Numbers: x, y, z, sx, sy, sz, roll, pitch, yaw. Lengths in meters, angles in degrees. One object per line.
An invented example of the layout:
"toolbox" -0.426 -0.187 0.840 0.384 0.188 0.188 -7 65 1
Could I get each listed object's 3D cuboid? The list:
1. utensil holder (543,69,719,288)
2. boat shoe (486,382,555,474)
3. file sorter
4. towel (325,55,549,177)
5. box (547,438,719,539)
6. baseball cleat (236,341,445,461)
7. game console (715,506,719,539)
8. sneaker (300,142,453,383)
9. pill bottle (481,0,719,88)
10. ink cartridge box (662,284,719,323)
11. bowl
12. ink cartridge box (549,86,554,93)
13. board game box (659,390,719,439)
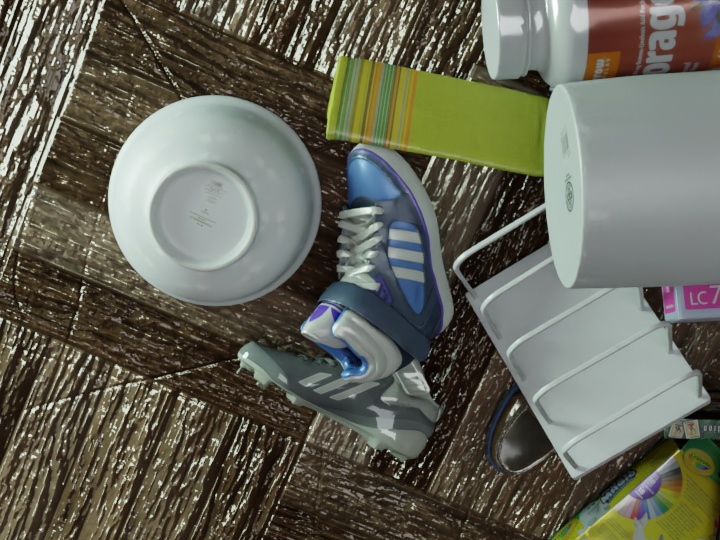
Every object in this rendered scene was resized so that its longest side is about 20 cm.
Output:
"utensil holder" 0.251 -0.068 0.823 0.199 0.170 0.171 -4 102 0
"boat shoe" 0.192 0.119 1.020 0.072 0.072 0.200 36 100 -7
"file sorter" 0.187 0.051 0.935 0.139 0.125 0.200 -31 65 6
"towel" 0.070 -0.136 0.971 0.199 0.018 0.086 11 65 -3
"box" 0.290 0.253 1.064 0.200 0.048 0.117 -43 99 10
"baseball cleat" -0.014 0.099 1.027 0.200 0.070 0.107 31 87 -11
"game console" 0.449 0.224 0.996 0.199 0.119 0.173 3 98 -18
"sneaker" 0.000 0.000 0.957 0.146 0.080 0.201 -32 111 -37
"pill bottle" 0.200 -0.201 0.848 0.199 0.112 0.113 -5 102 0
"ink cartridge box" 0.314 -0.058 0.926 0.119 0.042 0.201 -3 80 -4
"bowl" -0.136 -0.054 0.973 0.200 0.090 0.202 0 103 -1
"ink cartridge box" 0.309 -0.159 0.978 0.200 0.043 0.196 -41 99 4
"board game box" 0.367 0.135 1.009 0.199 0.105 0.024 2 97 0
